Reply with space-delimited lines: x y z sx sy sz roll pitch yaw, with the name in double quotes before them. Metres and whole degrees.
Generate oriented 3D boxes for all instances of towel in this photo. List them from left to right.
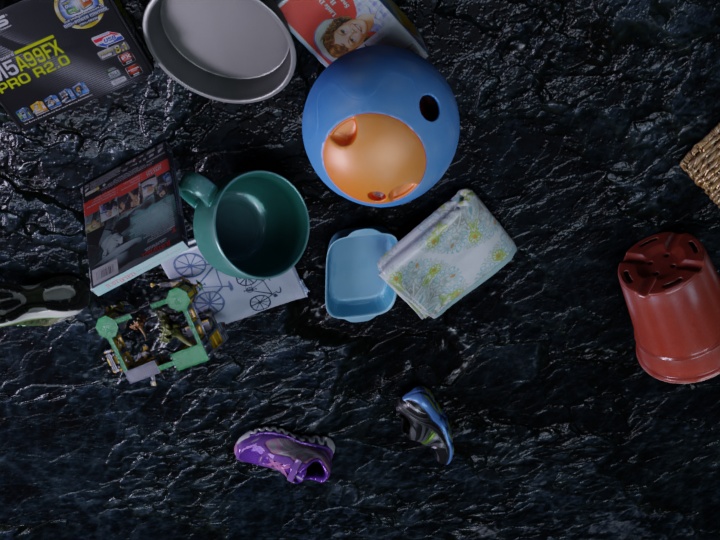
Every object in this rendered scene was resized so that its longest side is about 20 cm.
"towel" 0.139 -0.019 1.654 0.200 0.048 0.171 -40 138 7

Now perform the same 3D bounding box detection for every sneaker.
"sneaker" -0.514 0.065 1.568 0.198 0.077 0.089 -3 149 -21
"sneaker" -0.135 0.350 1.916 0.198 0.089 0.081 11 129 -22
"sneaker" 0.122 0.295 1.952 0.082 0.071 0.200 -22 128 12

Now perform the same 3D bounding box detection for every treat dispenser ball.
"treat dispenser ball" 0.026 -0.181 1.307 0.199 0.202 0.202 -7 133 -8

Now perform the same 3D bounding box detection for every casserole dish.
"casserole dish" 0.000 0.000 1.669 0.120 0.039 0.201 -6 132 -9

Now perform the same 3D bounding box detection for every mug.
"mug" -0.171 -0.079 1.488 0.151 0.114 0.186 -31 106 -26

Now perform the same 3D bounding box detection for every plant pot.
"plant pot" 0.539 0.053 1.765 0.200 0.201 0.196 -27 125 10

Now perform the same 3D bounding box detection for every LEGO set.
"LEGO set" -0.305 0.089 1.631 0.199 0.116 0.155 -28 99 18

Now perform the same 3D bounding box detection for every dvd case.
"dvd case" -0.310 -0.074 1.409 0.145 0.201 0.022 -27 138 9

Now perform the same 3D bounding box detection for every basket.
"basket" 0.643 -0.185 1.653 0.200 0.149 0.142 -48 159 27

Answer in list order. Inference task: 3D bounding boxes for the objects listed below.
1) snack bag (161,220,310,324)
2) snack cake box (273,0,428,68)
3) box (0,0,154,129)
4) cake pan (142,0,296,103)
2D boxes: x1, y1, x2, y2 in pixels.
"snack bag" -0.198 0.005 1.633 0.198 0.021 0.189 -19 134 3
"snack cake box" -0.016 -0.324 1.351 0.115 0.067 0.200 -34 131 19
"box" -0.385 -0.284 1.306 0.199 0.044 0.161 -22 134 5
"cake pan" -0.175 -0.296 1.309 0.198 0.037 0.201 9 145 6
